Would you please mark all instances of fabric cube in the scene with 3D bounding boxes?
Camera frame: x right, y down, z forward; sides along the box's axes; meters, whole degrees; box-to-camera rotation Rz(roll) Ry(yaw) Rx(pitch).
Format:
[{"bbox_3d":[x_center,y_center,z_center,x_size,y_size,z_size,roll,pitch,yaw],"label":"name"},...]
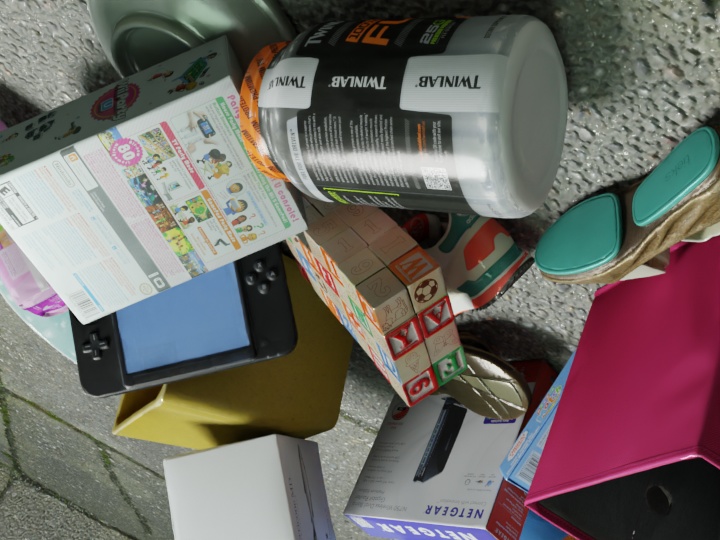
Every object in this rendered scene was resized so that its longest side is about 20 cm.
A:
[{"bbox_3d":[0.271,0.112,0.643,0.199,0.201,0.196,32,149,-7],"label":"fabric cube"}]

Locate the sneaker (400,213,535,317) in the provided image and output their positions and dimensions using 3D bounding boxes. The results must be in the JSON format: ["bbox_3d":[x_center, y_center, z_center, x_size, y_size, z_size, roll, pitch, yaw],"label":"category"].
[{"bbox_3d":[0.064,-0.003,0.785,0.094,0.070,0.200,51,150,-2],"label":"sneaker"}]

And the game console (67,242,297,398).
[{"bbox_3d":[-0.168,0.002,0.766,0.198,0.178,0.116,-12,170,0],"label":"game console"}]

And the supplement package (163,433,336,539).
[{"bbox_3d":[-0.104,0.238,0.911,0.116,0.118,0.200,-13,166,6],"label":"supplement package"}]

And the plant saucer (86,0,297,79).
[{"bbox_3d":[-0.137,-0.165,0.705,0.198,0.051,0.201,20,149,13],"label":"plant saucer"}]

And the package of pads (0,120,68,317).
[{"bbox_3d":[-0.350,-0.053,0.924,0.201,0.075,0.121,59,173,6],"label":"package of pads"}]

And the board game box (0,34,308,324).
[{"bbox_3d":[-0.158,-0.063,0.676,0.198,0.065,0.148,-21,131,5],"label":"board game box"}]

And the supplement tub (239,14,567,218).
[{"bbox_3d":[0.025,-0.103,0.595,0.198,0.123,0.123,7,144,30],"label":"supplement tub"}]

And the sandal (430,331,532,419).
[{"bbox_3d":[0.102,0.096,0.903,0.082,0.054,0.199,58,157,-15],"label":"sandal"}]

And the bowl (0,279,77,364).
[{"bbox_3d":[-0.330,0.029,1.089,0.199,0.105,0.202,25,149,17],"label":"bowl"}]

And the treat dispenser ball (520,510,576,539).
[{"bbox_3d":[0.167,0.310,1.023,0.199,0.202,0.202,20,149,13],"label":"treat dispenser ball"}]

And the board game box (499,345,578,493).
[{"bbox_3d":[0.247,0.170,0.806,0.199,0.152,0.037,33,-176,-7],"label":"board game box"}]

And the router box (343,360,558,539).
[{"bbox_3d":[0.095,0.184,0.913,0.199,0.181,0.049,-12,133,47],"label":"router box"}]

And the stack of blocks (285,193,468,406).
[{"bbox_3d":[0.000,0.000,0.732,0.200,0.058,0.116,47,164,46],"label":"stack of blocks"}]

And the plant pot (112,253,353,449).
[{"bbox_3d":[-0.121,0.092,0.955,0.198,0.198,0.194,21,153,-22],"label":"plant pot"}]

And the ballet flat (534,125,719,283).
[{"bbox_3d":[0.204,-0.032,0.626,0.072,0.069,0.200,19,149,-18],"label":"ballet flat"}]
